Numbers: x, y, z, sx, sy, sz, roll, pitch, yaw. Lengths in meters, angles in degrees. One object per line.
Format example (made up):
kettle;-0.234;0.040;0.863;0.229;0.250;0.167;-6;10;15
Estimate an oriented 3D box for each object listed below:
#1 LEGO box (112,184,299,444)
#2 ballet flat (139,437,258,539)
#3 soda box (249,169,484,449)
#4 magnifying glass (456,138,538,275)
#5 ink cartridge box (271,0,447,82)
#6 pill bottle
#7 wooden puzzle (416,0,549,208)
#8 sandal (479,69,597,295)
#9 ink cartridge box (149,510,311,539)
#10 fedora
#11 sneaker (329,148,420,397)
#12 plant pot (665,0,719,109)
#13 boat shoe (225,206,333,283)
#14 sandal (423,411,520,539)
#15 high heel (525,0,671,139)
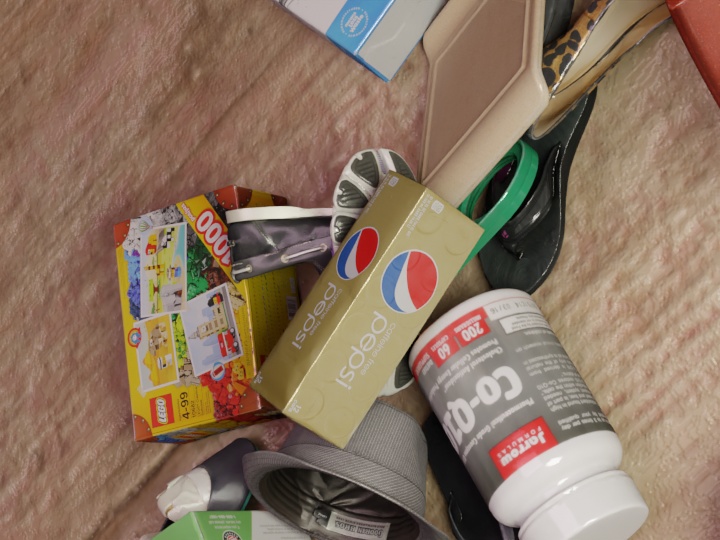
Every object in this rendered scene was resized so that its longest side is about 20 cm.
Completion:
LEGO box;-0.133;0.041;1.630;0.149;0.077;0.201;-17;74;33
ballet flat;-0.158;0.233;1.623;0.073;0.073;0.200;37;105;33
soda box;0.004;0.029;1.387;0.200;0.068;0.064;-57;32;-2
magnifying glass;0.073;-0.016;1.424;0.200;0.022;0.080;-58;22;-4
ink cartridge box;-0.023;-0.266;1.589;0.200;0.068;0.116;38;94;33
pill bottle;0.129;0.124;1.406;0.114;0.114;0.200;-42;61;24
wooden puzzle;0.101;-0.158;1.449;0.185;0.037;0.201;-49;30;46
sandal;0.132;-0.078;1.473;0.075;0.048;0.201;14;91;36
ink cartridge box;-0.085;0.304;1.516;0.084;0.146;0.201;-35;64;28
fedora;-0.002;0.158;1.476;0.176;0.200;0.091;24;66;-3
sneaker;0.000;0.000;1.470;0.083;0.080;0.201;-150;59;-63
plant pot;0.305;-0.192;1.235;0.200;0.176;0.200;-39;25;25
boat shoe;-0.014;-0.021;1.535;0.199;0.072;0.068;-1;86;10
sandal;0.099;0.197;1.462;0.076;0.043;0.201;-41;62;24
high heel;0.204;-0.172;1.400;0.200;0.071;0.143;-9;60;43
